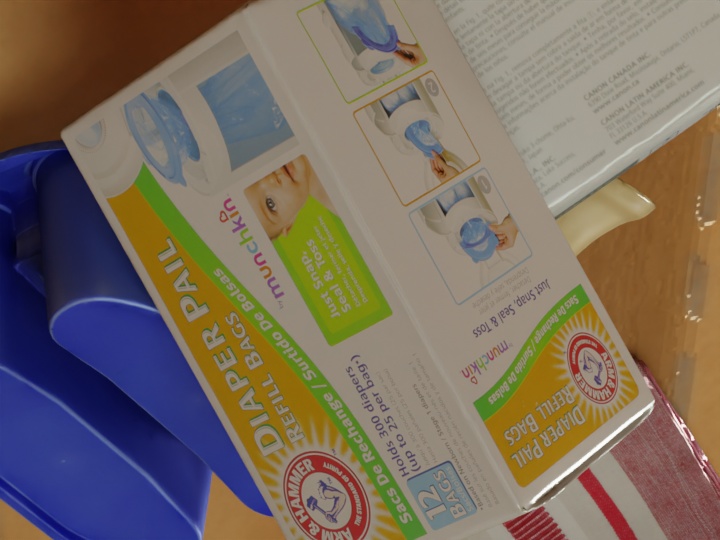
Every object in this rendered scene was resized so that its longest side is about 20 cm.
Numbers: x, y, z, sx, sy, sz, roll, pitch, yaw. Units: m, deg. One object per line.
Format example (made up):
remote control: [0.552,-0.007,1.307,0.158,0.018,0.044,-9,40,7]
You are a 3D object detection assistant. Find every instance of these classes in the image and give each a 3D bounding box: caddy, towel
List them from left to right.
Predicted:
caddy: [-0.093,0.030,1.039,0.141,0.106,0.200,-23,134,23]
towel: [0.084,0.144,1.253,0.199,0.023,0.144,-36,129,2]

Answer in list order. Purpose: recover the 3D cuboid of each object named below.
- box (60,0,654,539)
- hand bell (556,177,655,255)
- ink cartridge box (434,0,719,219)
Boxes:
box: [0.000,0.000,0.941,0.112,0.201,0.101,-29,-179,40]
hand bell: [0.029,0.036,1.063,0.104,0.104,0.201,28,91,-37]
ink cartridge box: [0.065,-0.135,0.991,0.162,0.201,0.057,-35,173,0]
